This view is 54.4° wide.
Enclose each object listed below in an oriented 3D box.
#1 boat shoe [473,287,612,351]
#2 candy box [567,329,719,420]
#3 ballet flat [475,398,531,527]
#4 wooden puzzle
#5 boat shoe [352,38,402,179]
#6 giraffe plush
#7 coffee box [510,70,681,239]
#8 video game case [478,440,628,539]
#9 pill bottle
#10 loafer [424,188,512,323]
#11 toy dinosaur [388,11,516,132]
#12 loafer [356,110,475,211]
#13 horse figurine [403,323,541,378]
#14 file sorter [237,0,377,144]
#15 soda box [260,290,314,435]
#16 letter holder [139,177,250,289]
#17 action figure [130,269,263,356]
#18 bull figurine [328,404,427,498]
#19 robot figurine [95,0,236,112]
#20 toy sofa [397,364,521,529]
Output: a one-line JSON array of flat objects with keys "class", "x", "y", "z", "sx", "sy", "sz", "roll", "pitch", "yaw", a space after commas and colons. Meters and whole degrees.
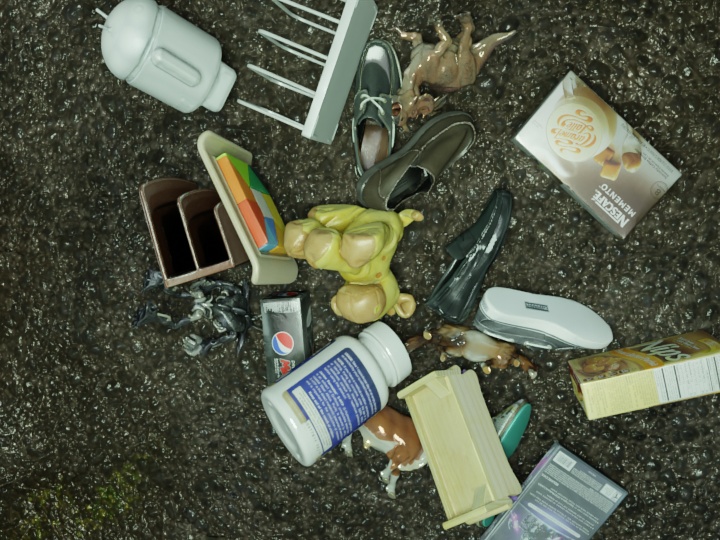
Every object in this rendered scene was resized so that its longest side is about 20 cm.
[{"class": "boat shoe", "x": 0.258, "y": 0.082, "z": 1.000, "sx": 0.194, "sy": 0.073, "sz": 0.069, "roll": 12, "pitch": 133, "yaw": -8}, {"class": "candy box", "x": 0.393, "y": 0.141, "z": 0.960, "sx": 0.194, "sy": 0.115, "sz": 0.057, "roll": -16, "pitch": 96, "yaw": 10}, {"class": "ballet flat", "x": 0.188, "y": 0.273, "z": 1.033, "sx": 0.070, "sy": 0.072, "sz": 0.206, "roll": 17, "pitch": 100, "yaw": 5}, {"class": "wooden puzzle", "x": -0.143, "y": -0.082, "z": 0.959, "sx": 0.036, "sy": 0.185, "sz": 0.205, "roll": -22, "pitch": 85, "yaw": 9}, {"class": "boat shoe", "x": 0.023, "y": -0.224, "z": 0.991, "sx": 0.070, "sy": 0.068, "sz": 0.207, "roll": 5, "pitch": 96, "yaw": 7}, {"class": "giraffe plush", "x": 0.000, "y": 0.000, "z": 0.989, "sx": 0.170, "sy": 0.197, "sz": 0.167, "roll": 18, "pitch": 120, "yaw": 43}, {"class": "coffee box", "x": 0.314, "y": -0.154, "z": 0.951, "sx": 0.200, "sy": 0.080, "sz": 0.115, "roll": 43, "pitch": 101, "yaw": 1}, {"class": "video game case", "x": 0.281, "y": 0.367, "z": 1.035, "sx": 0.141, "sy": 0.019, "sz": 0.202, "roll": 33, "pitch": 101, "yaw": -14}, {"class": "pill bottle", "x": -0.029, "y": 0.163, "z": 0.976, "sx": 0.198, "sy": 0.119, "sz": 0.122, "roll": -33, "pitch": 93, "yaw": -22}, {"class": "loafer", "x": 0.154, "y": -0.024, "z": 0.996, "sx": 0.069, "sy": 0.068, "sz": 0.205, "roll": 22, "pitch": 103, "yaw": -5}, {"class": "toy dinosaur", "x": 0.116, "y": -0.275, "z": 0.966, "sx": 0.194, "sy": 0.086, "sz": 0.139, "roll": -15, "pitch": 107, "yaw": -11}, {"class": "loafer", "x": 0.089, "y": -0.140, "z": 0.962, "sx": 0.198, "sy": 0.074, "sz": 0.071, "roll": -38, "pitch": 47, "yaw": -8}, {"class": "horse figurine", "x": 0.159, "y": 0.113, "z": 0.997, "sx": 0.195, "sy": 0.132, "sz": 0.051, "roll": 13, "pitch": 96, "yaw": 18}, {"class": "file sorter", "x": -0.073, "y": -0.295, "z": 0.960, "sx": 0.122, "sy": 0.139, "sz": 0.205, "roll": 21, "pitch": 100, "yaw": 7}, {"class": "soda box", "x": -0.104, "y": 0.137, "z": 1.051, "sx": 0.061, "sy": 0.071, "sz": 0.207, "roll": -3, "pitch": 97, "yaw": 9}, {"class": "letter holder", "x": -0.209, "y": -0.071, "z": 0.974, "sx": 0.098, "sy": 0.200, "sz": 0.146, "roll": -16, "pitch": 95, "yaw": 9}, {"class": "action figure", "x": -0.235, "y": 0.061, "z": 1.047, "sx": 0.196, "sy": 0.101, "sz": 0.122, "roll": 18, "pitch": 68, "yaw": -33}, {"class": "bull figurine", "x": 0.042, "y": 0.251, "z": 1.037, "sx": 0.197, "sy": 0.066, "sz": 0.122, "roll": 30, "pitch": 57, "yaw": 11}, {"class": "robot figurine", "x": -0.271, "y": -0.297, "z": 0.971, "sx": 0.197, "sy": 0.169, "sz": 0.115, "roll": 24, "pitch": 99, "yaw": -35}, {"class": "toy sofa", "x": 0.137, "y": 0.242, "z": 0.976, "sx": 0.082, "sy": 0.096, "sz": 0.204, "roll": -36, "pitch": 65, "yaw": 36}]
